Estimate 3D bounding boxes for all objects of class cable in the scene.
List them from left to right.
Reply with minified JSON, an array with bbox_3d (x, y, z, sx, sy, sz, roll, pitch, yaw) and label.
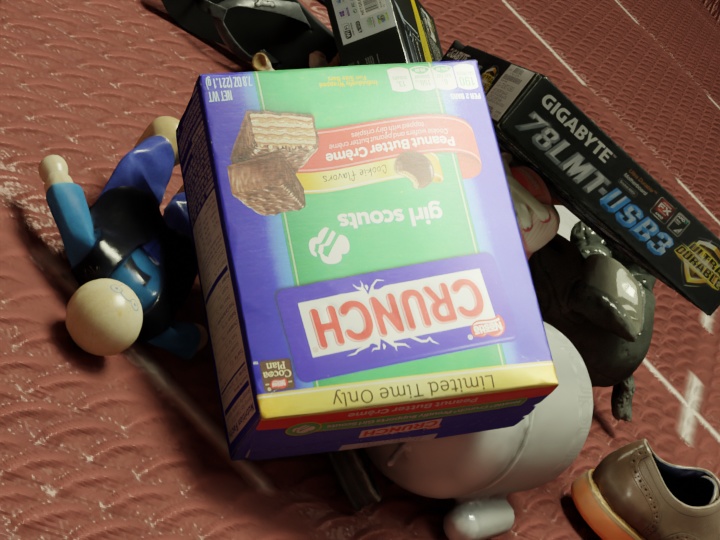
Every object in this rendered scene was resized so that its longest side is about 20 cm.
[{"bbox_3d":[-0.027,0.042,1.013,0.200,0.050,0.097,59,-8,41],"label":"cable"}]

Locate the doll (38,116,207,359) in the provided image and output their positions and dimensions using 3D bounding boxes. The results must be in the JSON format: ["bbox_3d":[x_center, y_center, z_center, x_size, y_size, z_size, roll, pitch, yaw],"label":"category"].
[{"bbox_3d":[-0.125,-0.015,0.957,0.137,0.048,0.200,49,25,-19],"label":"doll"}]

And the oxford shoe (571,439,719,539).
[{"bbox_3d":[0.243,0.190,1.230,0.199,0.073,0.071,35,23,-28],"label":"oxford shoe"}]

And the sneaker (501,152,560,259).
[{"bbox_3d":[0.057,-0.035,1.096,0.200,0.105,0.076,10,43,-55],"label":"sneaker"}]

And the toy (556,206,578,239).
[{"bbox_3d":[0.161,-0.043,1.566,0.115,0.047,0.200,30,22,-29],"label":"toy"}]

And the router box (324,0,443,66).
[{"bbox_3d":[0.037,-0.121,1.320,0.157,0.052,0.201,32,42,-69],"label":"router box"}]

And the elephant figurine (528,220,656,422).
[{"bbox_3d":[0.146,0.020,1.312,0.155,0.142,0.200,31,11,23],"label":"elephant figurine"}]

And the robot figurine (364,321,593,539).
[{"bbox_3d":[0.070,0.080,1.062,0.200,0.112,0.171,6,77,-59],"label":"robot figurine"}]

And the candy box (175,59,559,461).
[{"bbox_3d":[-0.001,-0.009,0.948,0.168,0.077,0.201,-5,70,-18],"label":"candy box"}]

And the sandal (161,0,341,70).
[{"bbox_3d":[-0.072,-0.188,1.341,0.200,0.076,0.043,28,23,-40],"label":"sandal"}]

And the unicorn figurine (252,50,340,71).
[{"bbox_3d":[-0.039,-0.110,1.287,0.137,0.073,0.201,32,37,-56],"label":"unicorn figurine"}]

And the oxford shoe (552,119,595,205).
[{"bbox_3d":[0.110,-0.100,1.415,0.199,0.073,0.071,11,-5,37],"label":"oxford shoe"}]

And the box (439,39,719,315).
[{"bbox_3d":[0.147,-0.068,1.172,0.200,0.050,0.199,39,5,-17],"label":"box"}]
